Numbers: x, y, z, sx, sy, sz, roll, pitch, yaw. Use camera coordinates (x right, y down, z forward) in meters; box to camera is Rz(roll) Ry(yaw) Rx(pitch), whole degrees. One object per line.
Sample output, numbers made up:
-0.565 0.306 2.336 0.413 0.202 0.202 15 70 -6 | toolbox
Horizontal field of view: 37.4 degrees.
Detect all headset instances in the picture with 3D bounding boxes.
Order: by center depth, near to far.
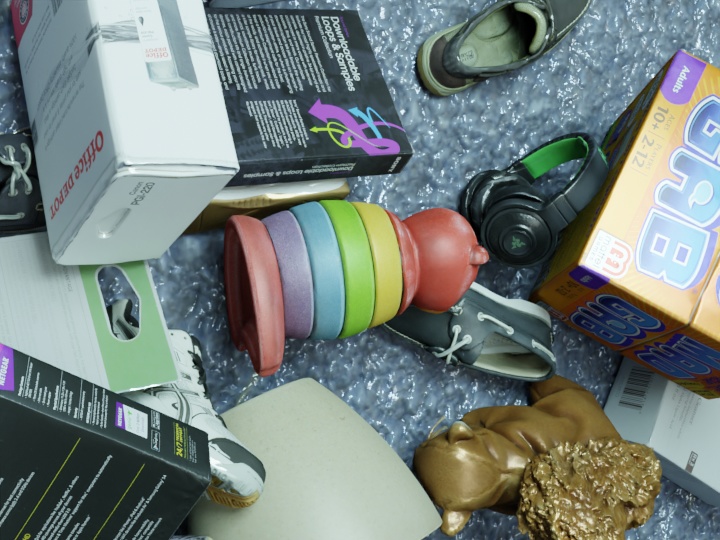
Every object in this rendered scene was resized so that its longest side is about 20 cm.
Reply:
0.120 -0.055 0.924 0.199 0.124 0.094 -41 110 6 | headset

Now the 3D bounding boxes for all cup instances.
-0.055 0.169 0.816 0.198 0.200 0.145 -21 80 -26 | cup

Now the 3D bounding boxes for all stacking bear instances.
0.000 0.000 0.831 0.196 0.121 0.116 -9 103 -17 | stacking bear

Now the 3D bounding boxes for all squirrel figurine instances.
0.147 0.173 0.908 0.184 0.199 0.145 8 96 -38 | squirrel figurine

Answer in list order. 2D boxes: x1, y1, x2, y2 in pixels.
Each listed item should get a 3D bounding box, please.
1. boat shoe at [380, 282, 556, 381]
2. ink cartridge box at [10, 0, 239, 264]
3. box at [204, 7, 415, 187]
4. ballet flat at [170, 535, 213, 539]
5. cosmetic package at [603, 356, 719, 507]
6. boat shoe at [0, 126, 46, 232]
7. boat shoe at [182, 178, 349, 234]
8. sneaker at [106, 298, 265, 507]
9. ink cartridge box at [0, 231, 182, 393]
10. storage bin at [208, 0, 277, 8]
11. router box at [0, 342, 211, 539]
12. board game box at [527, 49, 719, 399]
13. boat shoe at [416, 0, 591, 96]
0.096 0.054 0.932 0.197 0.076 0.061 10 53 -28 | boat shoe
-0.160 -0.124 0.696 0.083 0.145 0.204 -1 69 -33 | ink cartridge box
-0.069 -0.134 0.812 0.197 0.036 0.145 -7 64 -27 | box
-0.174 0.233 0.764 0.071 0.073 0.201 20 124 -28 | ballet flat
0.345 0.161 1.087 0.198 0.081 0.115 30 78 -27 | cosmetic package
-0.252 -0.058 0.738 0.197 0.062 0.074 -16 101 -28 | boat shoe
-0.106 -0.074 0.823 0.197 0.071 0.071 -8 78 -29 | boat shoe
-0.133 0.085 0.758 0.088 0.198 0.076 -44 154 -29 | sneaker
-0.235 0.044 0.715 0.197 0.048 0.147 -7 55 -26 | ink cartridge box
-0.057 -0.287 0.764 0.143 0.199 0.137 -17 92 -26 | storage bin
-0.205 0.160 0.662 0.148 0.051 0.201 28 111 -25 | router box
0.292 -0.028 0.932 0.197 0.200 0.202 28 80 3 | board game box
0.142 -0.213 0.945 0.199 0.066 0.073 -31 108 -24 | boat shoe
